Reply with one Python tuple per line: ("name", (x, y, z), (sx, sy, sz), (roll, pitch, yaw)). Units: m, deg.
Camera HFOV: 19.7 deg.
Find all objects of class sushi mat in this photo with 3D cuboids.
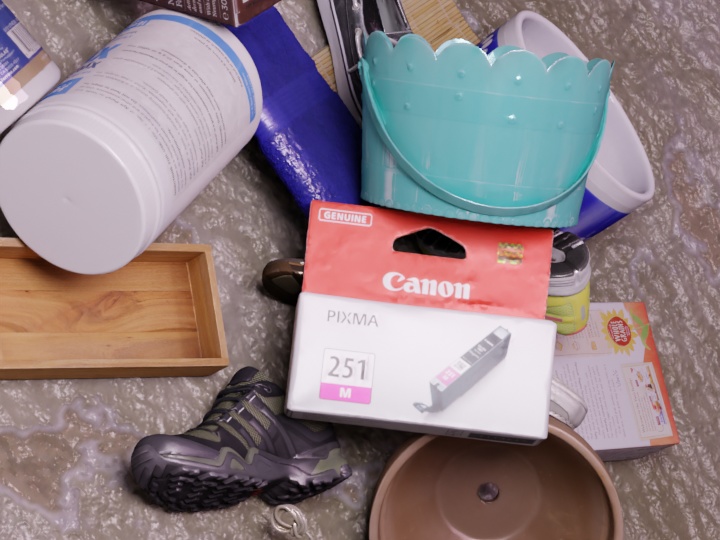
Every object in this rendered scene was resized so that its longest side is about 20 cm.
("sushi mat", (0.035, -0.184, 1.838), (0.200, 0.012, 0.096), (-38, 99, -40))

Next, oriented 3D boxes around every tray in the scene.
("tray", (-0.197, 0.030, 1.560), (0.200, 0.037, 0.099), (2, 71, -38))

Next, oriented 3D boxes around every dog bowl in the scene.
("dog bowl", (0.169, -0.125, 1.823), (0.200, 0.079, 0.200), (44, 25, -27))

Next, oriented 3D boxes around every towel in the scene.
("towel", (-0.058, -0.120, 1.696), (0.200, 0.049, 0.148), (55, 26, -4))

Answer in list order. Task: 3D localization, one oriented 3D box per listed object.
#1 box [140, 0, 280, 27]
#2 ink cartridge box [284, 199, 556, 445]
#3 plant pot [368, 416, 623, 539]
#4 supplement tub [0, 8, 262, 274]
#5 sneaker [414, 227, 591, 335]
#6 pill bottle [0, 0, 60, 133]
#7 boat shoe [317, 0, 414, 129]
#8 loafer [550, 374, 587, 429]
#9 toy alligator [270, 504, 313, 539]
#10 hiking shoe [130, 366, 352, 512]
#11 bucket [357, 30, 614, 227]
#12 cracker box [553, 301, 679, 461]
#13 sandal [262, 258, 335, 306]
("box", (-0.154, -0.264, 1.591), (0.075, 0.200, 0.100), (-38, 135, -39))
("ink cartridge box", (0.050, 0.036, 1.586), (0.199, 0.044, 0.174), (7, 77, -3))
("plant pot", (0.106, 0.194, 1.664), (0.201, 0.201, 0.093), (49, 9, -12))
("supplement tub", (-0.169, -0.100, 1.549), (0.132, 0.132, 0.200), (51, 38, -10))
("sneaker", (0.117, 0.001, 1.738), (0.078, 0.200, 0.090), (-35, 127, -21))
("pill bottle", (-0.320, -0.181, 1.498), (0.200, 0.111, 0.111), (49, 50, -11))
("boat shoe", (0.022, -0.183, 1.774), (0.073, 0.068, 0.200), (-5, 77, -39))
("loafer", (0.086, 0.094, 1.692), (0.199, 0.070, 0.070), (20, 75, 13))
("toy alligator", (0.000, 0.253, 1.611), (0.200, 0.059, 0.054), (55, 22, -7))
("hiking shoe", (-0.099, 0.126, 1.583), (0.200, 0.076, 0.101), (7, 59, -45))
("bucket", (0.094, -0.113, 1.643), (0.207, 0.207, 0.135), (1, 99, -37))
("cracker box", (0.176, 0.099, 1.806), (0.200, 0.058, 0.134), (0, 71, -38))
("sandal", (0.000, 0.000, 1.692), (0.200, 0.082, 0.055), (3, 76, -39))
